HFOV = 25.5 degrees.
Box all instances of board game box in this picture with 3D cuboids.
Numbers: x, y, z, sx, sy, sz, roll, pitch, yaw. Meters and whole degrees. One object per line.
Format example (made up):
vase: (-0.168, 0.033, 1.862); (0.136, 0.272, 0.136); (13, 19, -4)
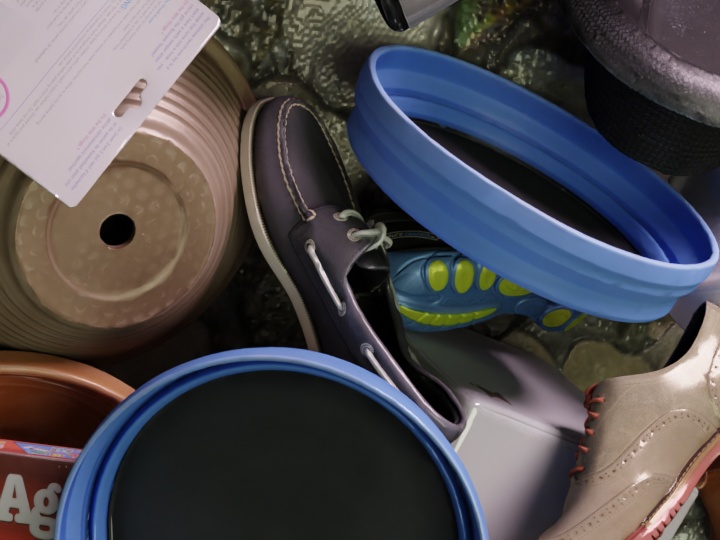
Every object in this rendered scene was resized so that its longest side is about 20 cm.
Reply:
board game box: (-0.100, 0.143, 0.771); (0.199, 0.019, 0.104); (6, 102, 5)

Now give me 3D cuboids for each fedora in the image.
fedora: (0.177, -0.118, 0.852); (0.200, 0.201, 0.092); (-3, 139, -24)

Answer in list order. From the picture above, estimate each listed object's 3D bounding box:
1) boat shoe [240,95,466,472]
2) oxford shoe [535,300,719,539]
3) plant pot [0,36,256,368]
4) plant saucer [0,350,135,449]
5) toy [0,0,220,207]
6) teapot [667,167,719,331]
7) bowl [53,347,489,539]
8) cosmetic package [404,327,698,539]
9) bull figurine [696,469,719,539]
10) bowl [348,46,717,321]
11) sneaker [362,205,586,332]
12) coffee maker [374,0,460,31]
boat shoe: (0.000, 0.000, 0.771); (0.072, 0.063, 0.201); (-1, 69, -52)
oxford shoe: (0.125, 0.095, 0.779); (0.200, 0.070, 0.075); (-39, 86, -21)
plant pot: (-0.130, -0.033, 0.774); (0.200, 0.093, 0.202); (-10, 115, -22)
plant saucer: (-0.183, 0.126, 0.823); (0.199, 0.032, 0.201); (-4, 120, -8)
toy: (-0.177, -0.125, 0.703); (0.200, 0.047, 0.115); (38, 68, -7)
teapot: (0.264, -0.011, 0.874); (0.146, 0.197, 0.200); (42, 64, -23)
bowl: (-0.039, 0.130, 0.730); (0.199, 0.039, 0.202); (2, 104, 7)
cosmetic package: (0.041, 0.147, 0.882); (0.166, 0.167, 0.201); (23, 100, -30)
bull figurine: (0.271, 0.149, 1.042); (0.121, 0.065, 0.201); (-8, 127, 14)
bowl: (0.084, -0.044, 0.799); (0.200, 0.201, 0.039); (16, 115, -29)
sneaker: (0.079, -0.012, 0.890); (0.199, 0.083, 0.071); (1, 134, -41)
coffee maker: (0.083, -0.206, 0.773); (0.199, 0.192, 0.135); (-19, 97, 6)
